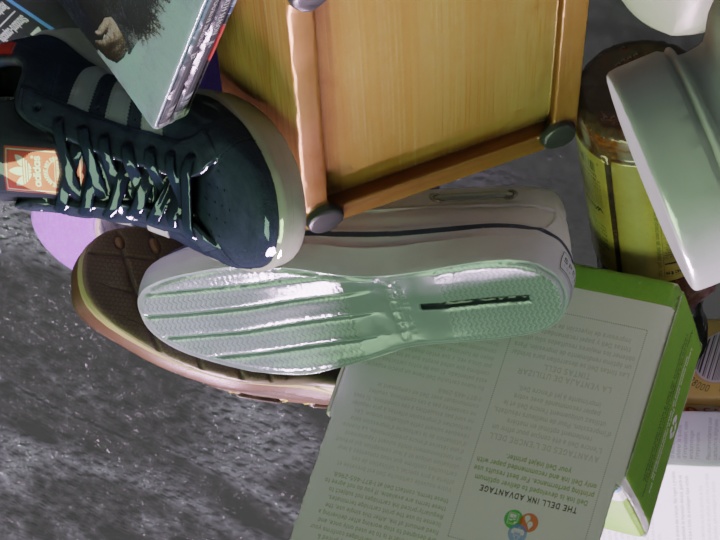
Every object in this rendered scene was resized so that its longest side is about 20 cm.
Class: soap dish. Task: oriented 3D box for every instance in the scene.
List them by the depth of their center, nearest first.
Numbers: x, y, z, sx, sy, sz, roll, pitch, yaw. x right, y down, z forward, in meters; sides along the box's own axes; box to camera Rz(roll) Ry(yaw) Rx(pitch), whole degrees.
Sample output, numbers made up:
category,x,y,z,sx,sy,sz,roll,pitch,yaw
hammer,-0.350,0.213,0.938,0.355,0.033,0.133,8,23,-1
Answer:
category,x,y,z,sx,sy,sz,roll,pitch,yaw
soap dish,0.020,-0.108,0.819,0.157,0.081,0.200,-19,149,-10

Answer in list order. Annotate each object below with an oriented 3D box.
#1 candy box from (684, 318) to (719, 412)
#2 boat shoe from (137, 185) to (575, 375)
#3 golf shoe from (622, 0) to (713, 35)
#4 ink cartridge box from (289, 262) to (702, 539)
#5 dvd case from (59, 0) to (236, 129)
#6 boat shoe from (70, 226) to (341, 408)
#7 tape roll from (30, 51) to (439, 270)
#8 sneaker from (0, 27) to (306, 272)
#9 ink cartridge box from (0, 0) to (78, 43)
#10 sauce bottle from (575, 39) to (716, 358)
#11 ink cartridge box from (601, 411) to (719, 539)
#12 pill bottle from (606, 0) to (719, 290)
category,x,y,z,sx,sy,sz,roll,pitch,yaw
candy box,0.158,0.080,1.111,0.199,0.057,0.117,-3,141,35
boat shoe,0.000,0.000,0.926,0.199,0.067,0.074,-1,132,10
golf shoe,0.114,-0.140,0.758,0.078,0.098,0.200,10,149,14
ink cartridge box,0.058,0.096,0.935,0.147,0.201,0.076,11,160,23
dvd case,-0.087,-0.161,0.737,0.146,0.022,0.200,53,147,13
boat shoe,-0.058,0.034,1.007,0.199,0.072,0.067,16,152,-30
tape roll,-0.060,-0.043,1.005,0.199,0.066,0.200,4,156,2
sneaker,-0.107,-0.044,0.843,0.200,0.084,0.075,26,122,43
ink cartridge box,-0.142,-0.147,0.947,0.200,0.044,0.198,33,160,-16
sauce bottle,0.138,-0.023,0.957,0.066,0.066,0.200,13,149,18
ink cartridge box,0.166,0.146,1.075,0.199,0.041,0.200,0,139,11
pill bottle,0.194,-0.069,0.714,0.199,0.113,0.113,-22,136,6
